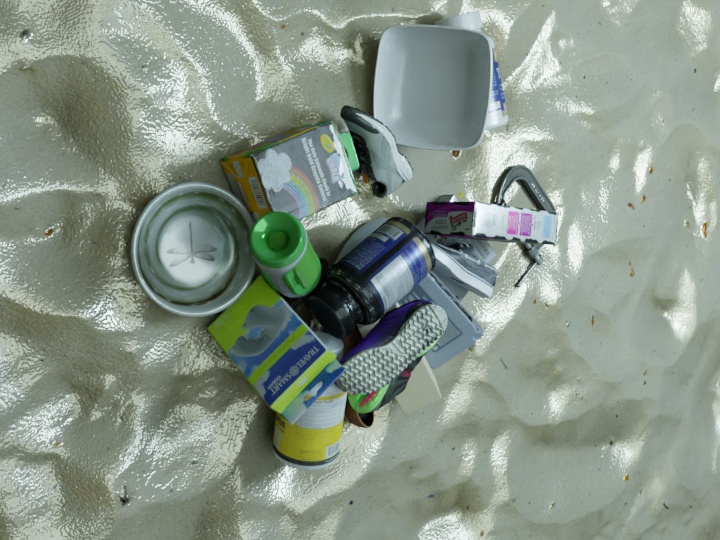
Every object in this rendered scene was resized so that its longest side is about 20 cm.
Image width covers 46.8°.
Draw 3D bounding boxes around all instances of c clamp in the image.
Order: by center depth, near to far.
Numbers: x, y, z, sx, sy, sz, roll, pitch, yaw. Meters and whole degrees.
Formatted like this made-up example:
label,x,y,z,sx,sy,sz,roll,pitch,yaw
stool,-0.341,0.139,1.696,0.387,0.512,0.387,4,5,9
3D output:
label,x,y,z,sx,sy,sz,roll,pitch,yaw
c clamp,0.320,-0.097,1.630,0.171,0.027,0.201,-45,116,-21

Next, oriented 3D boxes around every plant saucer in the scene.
label,x,y,z,sx,sy,sz,roll,pitch,yaw
plant saucer,-0.253,-0.033,1.257,0.198,0.050,0.203,-3,97,-30

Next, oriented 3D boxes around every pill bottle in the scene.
label,x,y,z,sx,sy,sz,roll,pitch,yaw
pill bottle,0.017,0.014,1.316,0.200,0.111,0.113,-40,113,-23
pill bottle,-0.078,0.206,1.330,0.111,0.112,0.202,-4,111,-32
pill bottle,0.191,-0.349,1.477,0.110,0.111,0.202,-21,105,-29

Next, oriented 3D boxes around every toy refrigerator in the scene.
label,x,y,z,sx,sy,sz,roll,pitch,yaw
toy refrigerator,0.066,0.144,1.443,0.075,0.070,0.201,-25,118,6

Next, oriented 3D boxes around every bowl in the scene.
label,x,y,z,sx,sy,sz,roll,pitch,yaw
bowl,0.126,-0.309,1.408,0.075,0.197,0.202,-44,140,-68

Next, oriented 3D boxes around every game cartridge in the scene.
label,x,y,z,sx,sy,sz,roll,pitch,yaw
game cartridge,0.108,0.080,1.463,0.133,0.042,0.200,-33,115,23

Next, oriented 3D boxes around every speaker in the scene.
label,x,y,z,sx,sy,sz,roll,pitch,yaw
speaker,-0.107,-0.019,1.221,0.087,0.200,0.090,-1,74,4

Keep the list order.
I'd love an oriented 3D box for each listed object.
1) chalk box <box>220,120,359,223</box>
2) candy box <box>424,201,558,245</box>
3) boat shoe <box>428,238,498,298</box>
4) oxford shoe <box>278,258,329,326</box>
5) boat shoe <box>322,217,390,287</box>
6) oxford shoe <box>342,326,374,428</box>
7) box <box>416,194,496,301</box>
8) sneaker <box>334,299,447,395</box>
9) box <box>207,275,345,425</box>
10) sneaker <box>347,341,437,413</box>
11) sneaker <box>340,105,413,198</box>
label,x,y,z,sx,sy,sz,roll,pitch,yaw
chalk box,-0.094,-0.156,1.308,0.199,0.123,0.126,-27,106,-28
candy box,0.230,-0.083,1.464,0.198,0.136,0.062,3,92,-33
boat shoe,0.174,-0.020,1.471,0.199,0.071,0.068,30,81,-33
oxford shoe,-0.109,0.070,1.354,0.084,0.072,0.201,41,82,-35
boat shoe,0.000,0.000,1.421,0.201,0.070,0.070,-55,146,-21
oxford shoe,-0.006,0.173,1.410,0.071,0.071,0.202,-22,111,-28
box,0.143,-0.013,1.518,0.200,0.041,0.156,-50,117,-20
sneaker,0.040,0.113,1.295,0.199,0.100,0.070,-35,111,-3
box,-0.130,0.118,1.256,0.122,0.200,0.048,-44,151,-2
sneaker,0.056,0.152,1.365,0.200,0.077,0.084,-44,158,-8
sneaker,0.020,-0.195,1.385,0.079,0.074,0.200,-48,136,-8
